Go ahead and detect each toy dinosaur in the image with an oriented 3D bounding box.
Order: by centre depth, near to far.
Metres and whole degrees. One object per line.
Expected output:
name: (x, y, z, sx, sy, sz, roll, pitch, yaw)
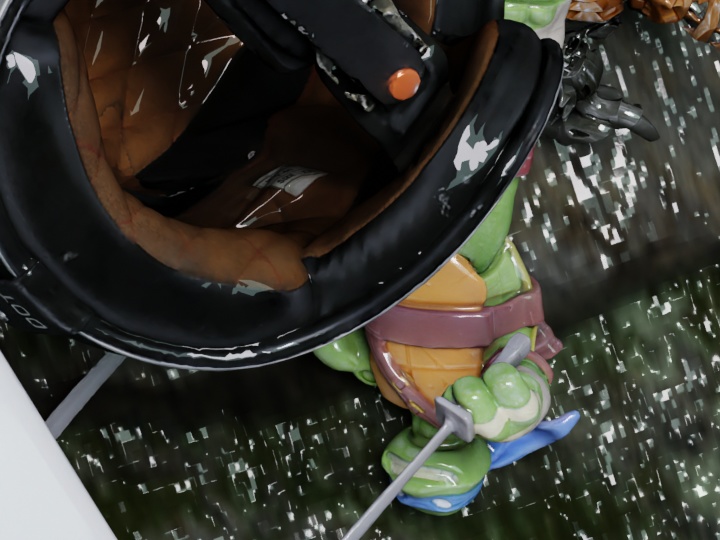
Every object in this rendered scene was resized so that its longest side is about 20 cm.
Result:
toy dinosaur: (0.072, -0.106, 0.884, 0.102, 0.136, 0.200, -36, 65, -5)

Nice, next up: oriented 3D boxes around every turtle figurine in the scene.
turtle figurine: (0.000, 0.000, 0.843, 0.198, 0.144, 0.196, -1, 105, -22)

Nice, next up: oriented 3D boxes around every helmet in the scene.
helmet: (-0.045, -0.077, 0.735, 0.198, 0.191, 0.202, -4, 113, -10)

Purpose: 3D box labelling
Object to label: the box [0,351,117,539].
box: (-0.198, 0.060, 0.764, 0.171, 0.200, 0.200, -32, 94, -18)
